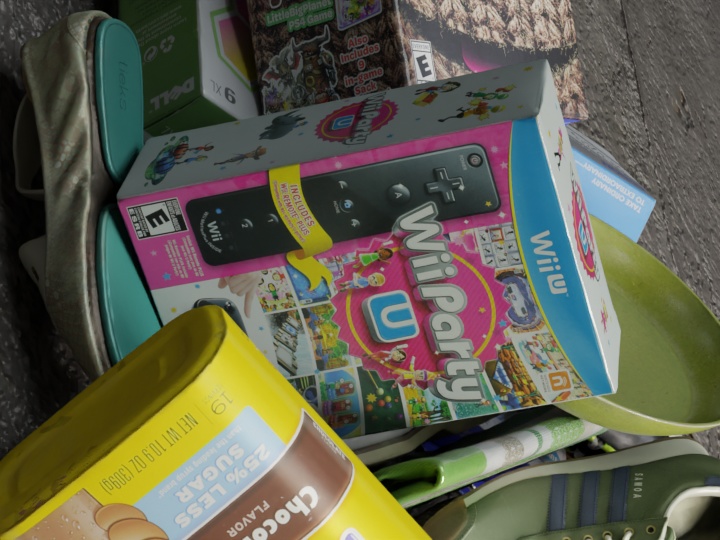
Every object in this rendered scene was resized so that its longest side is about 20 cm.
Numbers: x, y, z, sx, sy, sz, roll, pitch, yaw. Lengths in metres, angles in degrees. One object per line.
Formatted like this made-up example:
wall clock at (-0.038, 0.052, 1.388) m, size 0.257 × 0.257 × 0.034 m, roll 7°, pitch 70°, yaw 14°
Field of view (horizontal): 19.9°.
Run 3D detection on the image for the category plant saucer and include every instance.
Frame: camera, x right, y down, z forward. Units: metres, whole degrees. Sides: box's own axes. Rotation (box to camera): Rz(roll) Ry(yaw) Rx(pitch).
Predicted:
plant saucer at (0.113, 0.023, 1.090) m, size 0.200 × 0.031 × 0.200 m, roll 25°, pitch 28°, yaw -15°

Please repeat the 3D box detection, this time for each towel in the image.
towel at (0.031, 0.102, 1.038) m, size 0.200 × 0.149 × 0.031 m, roll -9°, pitch 75°, yaw -59°

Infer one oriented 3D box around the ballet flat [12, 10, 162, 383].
ballet flat at (-0.132, -0.027, 0.971) m, size 0.067 × 0.062 × 0.200 m, roll 37°, pitch 44°, yaw -58°

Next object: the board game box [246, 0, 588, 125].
board game box at (0.024, -0.168, 1.080) m, size 0.159 × 0.097 × 0.200 m, roll -2°, pitch 81°, yaw -50°

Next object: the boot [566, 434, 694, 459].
boot at (0.206, 0.124, 1.359) m, size 0.200 × 0.074 × 0.075 m, roll 21°, pitch 95°, yaw -52°

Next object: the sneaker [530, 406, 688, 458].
sneaker at (0.135, 0.095, 1.232) m, size 0.083 × 0.072 × 0.200 m, roll -21°, pitch 78°, yaw -42°

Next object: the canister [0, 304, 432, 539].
canister at (-0.051, 0.131, 0.889) m, size 0.200 × 0.149 × 0.087 m, roll 49°, pitch 6°, yaw -21°

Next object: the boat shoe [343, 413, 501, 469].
boat shoe at (0.001, 0.068, 1.075) m, size 0.200 × 0.075 × 0.068 m, roll -17°, pitch 87°, yaw -55°

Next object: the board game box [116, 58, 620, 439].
board game box at (0.007, -0.003, 0.953) m, size 0.064 × 0.200 × 0.148 m, roll -73°, pitch 148°, yaw -60°

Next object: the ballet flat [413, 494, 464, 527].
ballet flat at (0.100, 0.149, 1.137) m, size 0.200 × 0.046 × 0.067 m, roll -10°, pitch 82°, yaw -29°

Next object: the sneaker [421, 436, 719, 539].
sneaker at (0.128, 0.143, 1.073) m, size 0.200 × 0.090 × 0.067 m, roll -15°, pitch 116°, yaw -25°

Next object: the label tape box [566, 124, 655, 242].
label tape box at (0.101, -0.061, 1.248) m, size 0.144 × 0.063 × 0.200 m, roll 31°, pitch 11°, yaw -13°

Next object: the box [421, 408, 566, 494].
box at (0.078, 0.055, 1.263) m, size 0.119 × 0.041 × 0.200 m, roll 38°, pitch 36°, yaw -38°

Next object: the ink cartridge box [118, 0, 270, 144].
ink cartridge box at (-0.072, -0.096, 1.081) m, size 0.104 × 0.059 × 0.200 m, roll 33°, pitch 41°, yaw -44°
